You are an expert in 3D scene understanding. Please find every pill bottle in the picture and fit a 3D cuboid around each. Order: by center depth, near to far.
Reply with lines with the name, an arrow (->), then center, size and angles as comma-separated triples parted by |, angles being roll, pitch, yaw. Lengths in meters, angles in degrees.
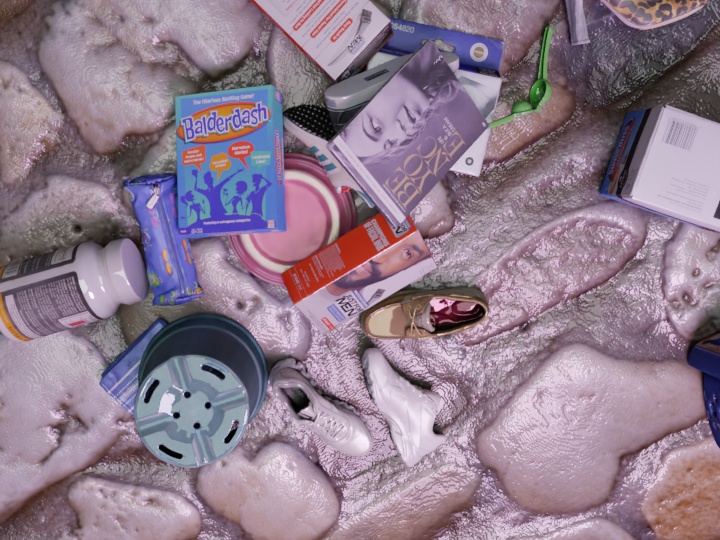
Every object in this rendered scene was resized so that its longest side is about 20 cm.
pill bottle -> -0.420, 0.025, 1.042 | 0.198, 0.116, 0.118 | -15, 99, 2

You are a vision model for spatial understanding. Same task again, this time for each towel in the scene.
towel -> -0.290, 0.188, 1.121 | 0.145, 0.024, 0.200 | -44, 99, 3

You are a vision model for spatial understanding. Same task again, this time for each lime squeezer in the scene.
lime squeezer -> 0.237, -0.252, 1.033 | 0.200, 0.038, 0.071 | -52, 131, -10

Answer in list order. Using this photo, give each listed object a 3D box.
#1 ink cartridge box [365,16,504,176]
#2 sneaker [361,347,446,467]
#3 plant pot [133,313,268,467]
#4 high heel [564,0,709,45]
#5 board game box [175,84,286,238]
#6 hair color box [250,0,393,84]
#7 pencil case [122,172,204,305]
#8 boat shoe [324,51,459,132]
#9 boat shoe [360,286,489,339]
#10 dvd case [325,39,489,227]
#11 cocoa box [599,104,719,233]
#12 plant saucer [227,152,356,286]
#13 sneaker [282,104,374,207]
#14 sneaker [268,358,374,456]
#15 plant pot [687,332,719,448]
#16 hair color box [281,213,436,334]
ink cartridge box -> 0.100, -0.254, 1.045 | 0.197, 0.041, 0.202 | 10, 98, -2
sneaker -> 0.070, 0.196, 1.106 | 0.099, 0.078, 0.201 | -26, 107, -3
plant pot -> -0.229, 0.173, 1.013 | 0.198, 0.196, 0.203 | 0, 93, -8
high heel -> 0.382, -0.410, 1.007 | 0.198, 0.071, 0.144 | -11, 105, 10
board game box -> -0.184, -0.152, 1.018 | 0.150, 0.045, 0.202 | -4, 86, 14
hair color box -> -0.062, -0.364, 0.996 | 0.111, 0.064, 0.200 | -45, 84, 6
pencil case -> -0.287, -0.046, 1.049 | 0.077, 0.087, 0.202 | -15, 100, -19
boat shoe -> 0.048, -0.244, 0.990 | 0.199, 0.072, 0.068 | -25, 129, -15
boat shoe -> 0.097, 0.066, 1.081 | 0.198, 0.066, 0.075 | -13, 99, 1
dvd case -> 0.067, -0.179, 0.950 | 0.200, 0.016, 0.149 | -47, 116, -10
cocoa box -> 0.471, -0.138, 1.023 | 0.198, 0.131, 0.135 | 17, 98, -3
plant saucer -> -0.104, -0.073, 1.065 | 0.198, 0.051, 0.203 | 0, 98, -1
sneaker -> -0.041, -0.160, 1.023 | 0.199, 0.070, 0.094 | 33, 134, 25
sneaker -> -0.062, 0.222, 1.098 | 0.200, 0.081, 0.075 | 40, 95, -8
plant pot -> 0.614, 0.168, 1.046 | 0.199, 0.200, 0.181 | -26, 91, 3
hair color box -> 0.000, 0.000, 1.036 | 0.199, 0.111, 0.064 | -32, 55, 3
